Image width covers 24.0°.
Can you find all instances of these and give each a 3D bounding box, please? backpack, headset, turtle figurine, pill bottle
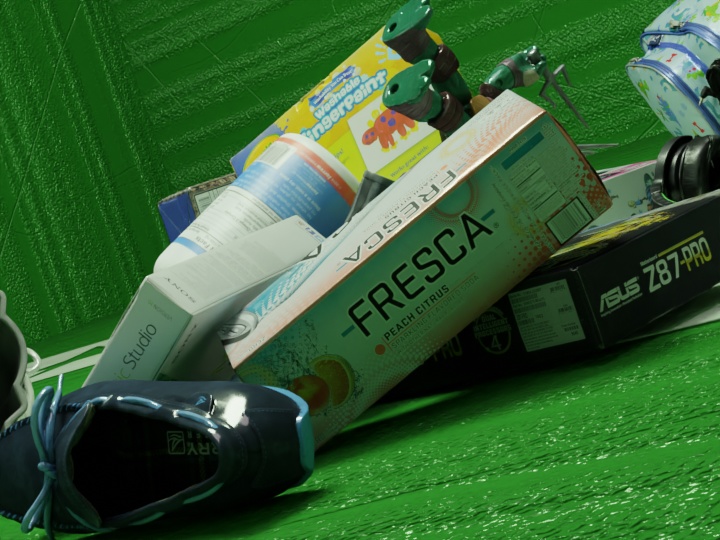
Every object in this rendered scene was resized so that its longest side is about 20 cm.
[{"bbox_3d":[0.390,-0.202,1.790,0.147,0.183,0.200,-42,11,-8],"label":"backpack"},{"bbox_3d":[0.264,-0.084,1.191,0.123,0.095,0.200,-13,18,16],"label":"headset"},{"bbox_3d":[0.100,-0.108,1.233,0.101,0.199,0.150,-45,36,20],"label":"turtle figurine"},{"bbox_3d":[-0.086,0.001,1.289,0.200,0.112,0.112,-46,11,-14],"label":"pill bottle"}]

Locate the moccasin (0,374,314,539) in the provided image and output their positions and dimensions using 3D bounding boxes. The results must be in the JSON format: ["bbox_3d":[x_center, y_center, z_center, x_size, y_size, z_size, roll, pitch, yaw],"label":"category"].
[{"bbox_3d":[-0.113,0.080,0.775,0.199,0.081,0.068,-18,-8,37],"label":"moccasin"}]

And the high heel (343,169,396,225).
[{"bbox_3d":[0.039,0.032,1.076,0.199,0.143,0.071,23,0,-45],"label":"high heel"}]

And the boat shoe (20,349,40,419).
[{"bbox_3d":[-0.267,0.093,1.227,0.074,0.087,0.202,25,-8,-5],"label":"boat shoe"}]

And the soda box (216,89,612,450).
[{"bbox_3d":[0.025,-0.002,0.849,0.200,0.064,0.068,-39,19,0],"label":"soda box"}]

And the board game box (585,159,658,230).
[{"bbox_3d":[0.121,-0.020,1.269,0.199,0.065,0.147,-21,4,-17],"label":"board game box"}]

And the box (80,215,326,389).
[{"bbox_3d":[-0.096,0.050,0.936,0.145,0.036,0.200,-57,-12,21],"label":"box"}]

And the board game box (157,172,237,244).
[{"bbox_3d":[-0.077,-0.029,1.696,0.199,0.161,0.097,-20,3,-25],"label":"board game box"}]

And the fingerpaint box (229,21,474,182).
[{"bbox_3d":[0.011,-0.079,1.395,0.200,0.168,0.073,-39,-26,23],"label":"fingerpaint box"}]

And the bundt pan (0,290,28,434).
[{"bbox_3d":[-0.311,0.081,1.075,0.201,0.203,0.076,-20,-19,-19],"label":"bundt pan"}]

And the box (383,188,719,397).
[{"bbox_3d":[0.100,0.015,0.930,0.161,0.049,0.199,-21,2,-41],"label":"box"}]

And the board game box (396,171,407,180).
[{"bbox_3d":[0.000,0.000,1.192,0.200,0.032,0.120,-49,8,-19],"label":"board game box"}]
